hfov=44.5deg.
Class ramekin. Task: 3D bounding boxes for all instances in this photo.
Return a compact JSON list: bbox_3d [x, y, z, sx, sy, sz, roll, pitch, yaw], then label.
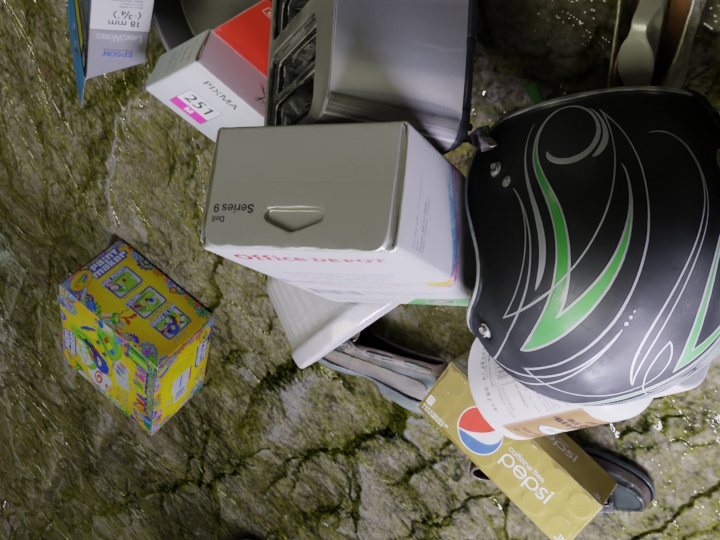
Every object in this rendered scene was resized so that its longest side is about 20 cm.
[{"bbox_3d":[0.000,0.000,0.837,0.095,0.201,0.202,56,143,5],"label":"ramekin"}]

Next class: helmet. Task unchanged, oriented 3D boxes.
[{"bbox_3d":[0.167,-0.007,0.596,0.199,0.198,0.194,-15,73,49],"label":"helmet"}]

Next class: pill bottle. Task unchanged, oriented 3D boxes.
[{"bbox_3d":[0.197,0.079,0.775,0.115,0.114,0.199,52,142,-8],"label":"pill bottle"}]

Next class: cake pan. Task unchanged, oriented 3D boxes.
[{"bbox_3d":[-0.127,-0.248,0.854,0.198,0.037,0.202,26,139,25],"label":"cake pan"}]

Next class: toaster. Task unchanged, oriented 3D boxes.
[{"bbox_3d":[0.005,-0.165,0.645,0.199,0.117,0.184,167,107,-65],"label":"toaster"}]

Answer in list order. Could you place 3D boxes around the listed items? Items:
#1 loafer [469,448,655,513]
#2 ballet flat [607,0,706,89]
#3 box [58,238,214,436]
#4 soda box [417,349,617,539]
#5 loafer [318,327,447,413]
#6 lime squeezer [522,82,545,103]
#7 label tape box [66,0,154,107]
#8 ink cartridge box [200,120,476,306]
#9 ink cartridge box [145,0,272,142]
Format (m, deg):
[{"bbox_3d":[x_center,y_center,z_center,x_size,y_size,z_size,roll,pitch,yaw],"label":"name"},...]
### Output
[{"bbox_3d":[0.209,0.226,0.938,0.198,0.063,0.073,11,133,37],"label":"loafer"},{"bbox_3d":[0.199,-0.188,0.574,0.067,0.062,0.202,20,135,29],"label":"ballet flat"},{"bbox_3d":[-0.333,0.101,1.299,0.192,0.122,0.201,37,143,12],"label":"box"},{"bbox_3d":[0.157,0.175,0.887,0.200,0.064,0.068,43,117,16],"label":"soda box"},{"bbox_3d":[0.011,0.087,1.004,0.198,0.072,0.064,28,118,13],"label":"loafer"},{"bbox_3d":[0.174,-0.051,0.712,0.069,0.038,0.204,-5,101,2],"label":"lime squeezer"},{"bbox_3d":[-0.245,-0.282,0.861,0.201,0.062,0.146,118,141,-51],"label":"label tape box"},{"bbox_3d":[0.002,-0.032,0.629,0.143,0.089,0.199,2,171,26],"label":"ink cartridge box"},{"bbox_3d":[-0.075,-0.148,0.825,0.199,0.044,0.172,36,152,-33],"label":"ink cartridge box"}]
